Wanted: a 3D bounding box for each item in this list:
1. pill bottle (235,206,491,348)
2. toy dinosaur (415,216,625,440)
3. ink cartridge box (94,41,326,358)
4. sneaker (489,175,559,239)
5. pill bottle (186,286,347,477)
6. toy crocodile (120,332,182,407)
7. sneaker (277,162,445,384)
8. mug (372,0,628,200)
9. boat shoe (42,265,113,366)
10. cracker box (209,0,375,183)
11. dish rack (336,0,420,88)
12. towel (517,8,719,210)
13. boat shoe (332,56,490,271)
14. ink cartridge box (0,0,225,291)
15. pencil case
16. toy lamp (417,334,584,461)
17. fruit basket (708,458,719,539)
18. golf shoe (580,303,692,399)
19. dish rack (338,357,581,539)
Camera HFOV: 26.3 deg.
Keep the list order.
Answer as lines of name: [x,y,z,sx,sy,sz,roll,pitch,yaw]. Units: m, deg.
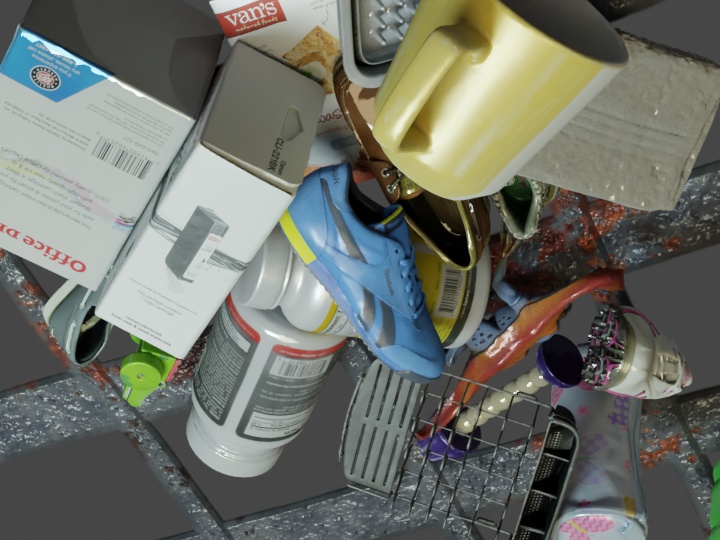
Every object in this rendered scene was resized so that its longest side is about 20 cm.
pill bottle: [0.000,0.000,1.301,0.199,0.113,0.113,9,131,-20]
toy dinosaur: [0.150,0.055,1.345,0.105,0.201,0.181,19,162,-31]
ink cartridge box: [-0.116,-0.054,1.196,0.083,0.145,0.200,28,128,-13]
sneaker: [0.115,-0.108,1.242,0.076,0.089,0.201,-17,126,17]
pill bottle: [-0.088,0.089,1.404,0.115,0.116,0.201,17,129,-10]
toy crocodile: [-0.175,0.052,1.409,0.061,0.068,0.201,18,128,-12]
sneaker: [0.019,0.004,1.199,0.078,0.066,0.200,-30,111,20]
mug: [0.072,-0.138,1.087,0.186,0.150,0.153,13,125,-38]
boat shoe: [-0.213,0.014,1.369,0.073,0.062,0.200,0,148,-45]
cracker box: [-0.019,-0.164,1.226,0.133,0.058,0.201,-15,127,15]
dish rack: [0.065,-0.235,1.126,0.199,0.044,0.172,-21,134,-20]
towel: [0.187,-0.125,1.210,0.199,0.034,0.133,14,106,-26]
boat shoe: [0.046,-0.084,1.207,0.072,0.068,0.200,-26,123,25]
ink cartridge box: [-0.222,-0.120,1.218,0.147,0.145,0.200,27,126,-14]
pencil case: [0.217,0.162,1.393,0.090,0.201,0.083,-7,136,19]
toy lamp: [0.124,0.126,1.443,0.058,0.058,0.200,29,138,-19]
fruit basket: [0.453,0.208,1.458,0.214,0.156,0.216,9,146,6]
golf shoe: [0.235,0.070,1.288,0.091,0.200,0.073,12,90,7]
dish rack: [0.080,0.160,1.330,0.199,0.055,0.154,18,113,7]
